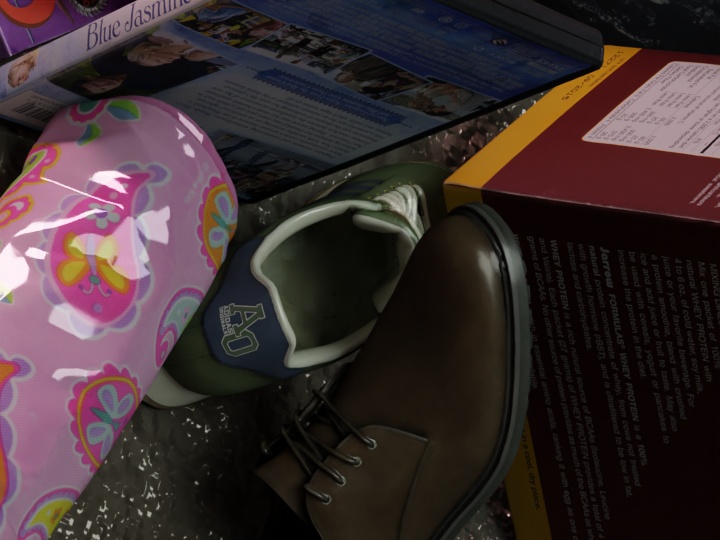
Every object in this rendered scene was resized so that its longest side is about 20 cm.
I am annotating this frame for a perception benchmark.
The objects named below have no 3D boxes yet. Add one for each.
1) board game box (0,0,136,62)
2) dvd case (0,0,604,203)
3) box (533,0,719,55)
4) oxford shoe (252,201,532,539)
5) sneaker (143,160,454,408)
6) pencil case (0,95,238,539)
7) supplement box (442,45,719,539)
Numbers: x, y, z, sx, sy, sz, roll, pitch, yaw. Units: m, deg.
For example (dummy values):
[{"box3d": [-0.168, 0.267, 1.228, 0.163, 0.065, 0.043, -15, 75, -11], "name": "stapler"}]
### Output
[{"box3d": [-0.139, -0.190, 1.112, 0.120, 0.032, 0.201, -28, 99, -40], "name": "board game box"}, {"box3d": [-0.029, -0.073, 1.062, 0.142, 0.199, 0.018, 17, 64, -40], "name": "dvd case"}, {"box3d": [0.169, -0.173, 1.274, 0.197, 0.199, 0.118, 48, 50, -22], "name": "box"}, {"box3d": [0.007, 0.066, 1.090, 0.084, 0.073, 0.201, 1, 119, -38], "name": "oxford shoe"}, {"box3d": [0.000, 0.000, 1.147, 0.200, 0.090, 0.068, -26, 96, -44], "name": "sneaker"}, {"box3d": [-0.118, 0.027, 1.033, 0.087, 0.087, 0.201, 46, 52, -24], "name": "pencil case"}, {"box3d": [0.167, 0.031, 1.182, 0.133, 0.199, 0.198, -40, 127, -41], "name": "supplement box"}]
